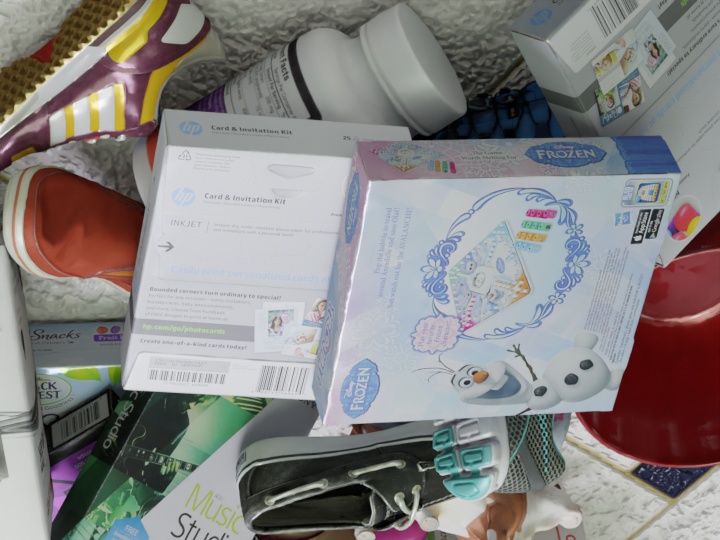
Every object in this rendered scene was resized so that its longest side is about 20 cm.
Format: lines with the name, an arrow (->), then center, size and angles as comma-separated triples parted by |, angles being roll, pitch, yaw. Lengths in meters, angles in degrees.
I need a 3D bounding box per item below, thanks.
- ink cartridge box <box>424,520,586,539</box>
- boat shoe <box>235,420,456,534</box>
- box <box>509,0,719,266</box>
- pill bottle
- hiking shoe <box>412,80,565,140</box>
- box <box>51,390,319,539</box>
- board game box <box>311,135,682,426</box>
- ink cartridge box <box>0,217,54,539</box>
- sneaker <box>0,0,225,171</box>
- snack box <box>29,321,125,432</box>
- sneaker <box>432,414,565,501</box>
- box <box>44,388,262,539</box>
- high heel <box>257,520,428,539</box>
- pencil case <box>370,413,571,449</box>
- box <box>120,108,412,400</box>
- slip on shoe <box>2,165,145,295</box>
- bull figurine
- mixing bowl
ink cartridge box -> 0.117, 0.251, 1.851 | 0.199, 0.117, 0.067 | 1, 131, -8
boat shoe -> 0.015, 0.150, 1.676 | 0.199, 0.064, 0.071 | -6, 135, -5
box -> 0.196, -0.127, 1.542 | 0.156, 0.041, 0.200 | -45, 127, -16
pill bottle -> -0.037, -0.086, 1.558 | 0.200, 0.112, 0.111 | -30, 127, 16
hiking shoe -> 0.086, -0.085, 1.598 | 0.200, 0.075, 0.087 | -38, 125, 22
box -> -0.121, 0.141, 1.684 | 0.144, 0.036, 0.200 | 33, 81, -41
board game box -> 0.081, 0.008, 1.512 | 0.198, 0.043, 0.200 | -2, 131, -17
ink cartridge box -> -0.254, 0.075, 1.588 | 0.083, 0.147, 0.201 | -8, 100, -5
sneaker -> -0.177, -0.104, 1.549 | 0.200, 0.075, 0.090 | -37, 121, 23
snack box -> -0.229, 0.105, 1.728 | 0.199, 0.053, 0.143 | -2, 129, -7
sneaker -> 0.096, 0.063, 1.664 | 0.091, 0.201, 0.078 | 11, 160, -34
box -> -0.178, 0.184, 1.744 | 0.143, 0.036, 0.200 | -30, 129, 14
high heel -> -0.051, 0.199, 1.817 | 0.199, 0.068, 0.096 | -20, 137, 12
pencil case -> 0.054, 0.082, 1.726 | 0.200, 0.091, 0.083 | 27, 140, -25
box -> -0.062, -0.006, 1.521 | 0.155, 0.041, 0.200 | 3, 131, -13
slip on shoe -> -0.165, -0.024, 1.574 | 0.061, 0.074, 0.200 | -3, 167, 28
bull figurine -> 0.074, 0.172, 1.787 | 0.200, 0.122, 0.065 | 25, 126, -19
mixing bowl -> 0.234, 0.028, 1.689 | 0.199, 0.109, 0.201 | -4, 131, -4
